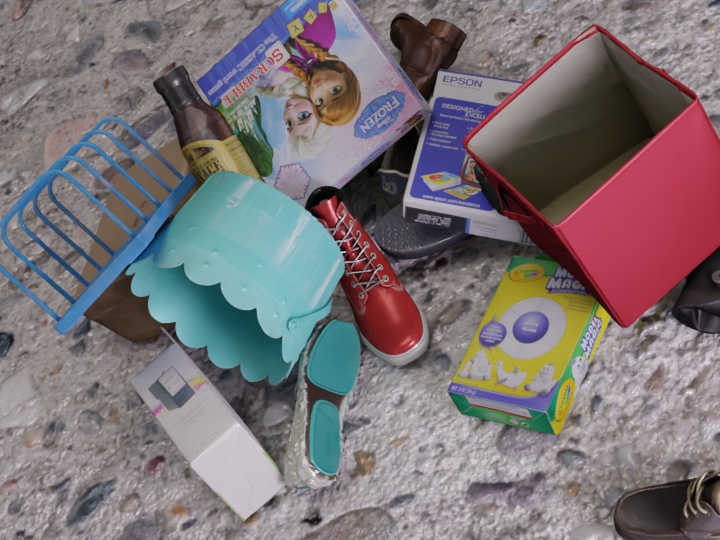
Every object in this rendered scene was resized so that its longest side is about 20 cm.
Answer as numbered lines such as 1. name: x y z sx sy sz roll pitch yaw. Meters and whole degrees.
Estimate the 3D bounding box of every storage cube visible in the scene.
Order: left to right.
1. storage cube: 0.236 -0.088 1.389 0.200 0.180 0.171 -42 43 1

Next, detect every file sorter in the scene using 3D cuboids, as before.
1. file sorter: -0.279 -0.055 1.496 0.139 0.123 0.200 -45 10 21

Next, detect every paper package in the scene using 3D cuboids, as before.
1. paper package: -0.228 -0.038 1.697 0.190 0.103 0.201 -24 43 43

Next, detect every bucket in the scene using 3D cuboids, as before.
1. bucket: -0.123 0.006 1.502 0.206 0.208 0.135 16 60 38

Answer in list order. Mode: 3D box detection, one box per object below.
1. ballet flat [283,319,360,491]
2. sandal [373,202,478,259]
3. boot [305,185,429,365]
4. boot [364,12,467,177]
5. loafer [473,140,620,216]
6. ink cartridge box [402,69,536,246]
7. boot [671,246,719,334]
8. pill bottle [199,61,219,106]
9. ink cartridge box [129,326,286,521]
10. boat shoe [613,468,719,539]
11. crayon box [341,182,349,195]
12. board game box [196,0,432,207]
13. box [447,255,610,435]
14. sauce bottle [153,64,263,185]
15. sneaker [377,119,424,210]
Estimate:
1. ballet flat: -0.049 0.141 1.514 0.071 0.072 0.201 -9 47 23
2. sandal: 0.113 -0.057 1.612 0.199 0.043 0.076 -21 49 -4
3. boot: 0.000 0.000 1.549 0.072 0.145 0.200 -30 45 -1
4. boot: 0.034 -0.213 1.778 0.201 0.064 0.186 -60 19 -3
5. loafer: 0.211 -0.125 1.521 0.199 0.068 0.071 -25 63 -18
6. ink cartridge box: 0.161 -0.122 1.589 0.196 0.047 0.201 10 52 9
7. boot: 0.348 -0.029 1.441 0.164 0.066 0.201 4 59 34
8. pill bottle: -0.081 -0.212 1.718 0.198 0.113 0.113 -12 47 19
9. ink cartridge box: -0.168 0.157 1.525 0.067 0.117 0.200 -40 42 -6
10. boat shoe: 0.312 0.199 1.248 0.198 0.073 0.075 -8 49 24
11. crayon box: -0.080 -0.082 1.727 0.118 0.058 0.201 -12 47 20
12. board game box: -0.054 -0.195 1.626 0.200 0.041 0.200 -39 78 17
13. box: 0.181 0.061 1.463 0.117 0.048 0.201 8 55 34
14. sauce bottle: -0.164 -0.132 1.619 0.066 0.201 0.066 -32 4 2
15. sneaker: 0.079 -0.152 1.674 0.067 0.090 0.201 8 56 35
